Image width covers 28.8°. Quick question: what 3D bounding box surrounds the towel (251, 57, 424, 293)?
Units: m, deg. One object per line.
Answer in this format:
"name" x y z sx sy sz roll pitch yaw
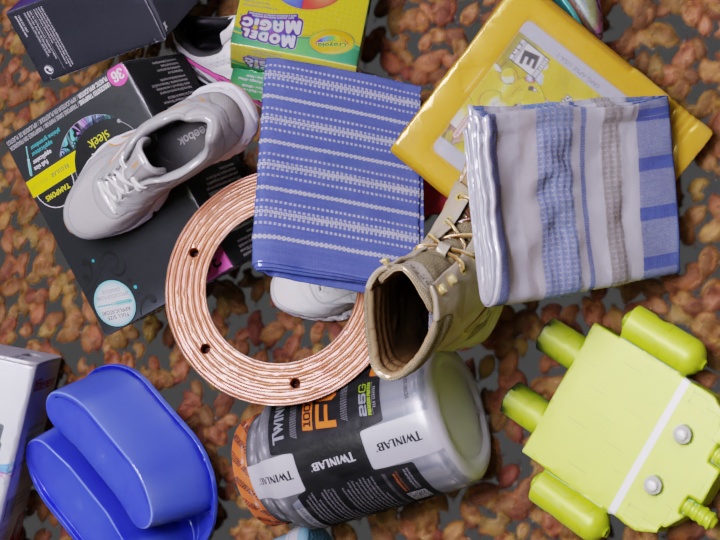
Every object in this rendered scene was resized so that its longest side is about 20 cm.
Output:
"towel" -0.016 -0.077 1.154 0.024 0.143 0.202 125 150 -59

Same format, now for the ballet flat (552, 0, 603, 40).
"ballet flat" 0.154 -0.278 1.194 0.071 0.069 0.200 -40 65 -4

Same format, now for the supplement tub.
"supplement tub" -0.001 0.144 1.176 0.198 0.122 0.124 -21 73 24

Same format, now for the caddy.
"caddy" -0.215 0.181 1.298 0.200 0.105 0.142 45 124 22

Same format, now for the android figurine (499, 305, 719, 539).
"android figurine" 0.210 0.126 1.113 0.199 0.041 0.183 35 99 29

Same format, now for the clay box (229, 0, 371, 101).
"clay box" -0.047 -0.241 1.243 0.113 0.048 0.202 10 66 0

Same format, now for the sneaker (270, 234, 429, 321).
"sneaker" 0.000 0.000 1.222 0.198 0.081 0.076 -10 80 28

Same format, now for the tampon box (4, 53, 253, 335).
"tampon box" -0.195 -0.071 1.276 0.149 0.126 0.201 -28 92 23

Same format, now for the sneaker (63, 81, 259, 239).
"sneaker" -0.180 -0.087 1.150 0.199 0.092 0.076 -34 92 23

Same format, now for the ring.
"ring" -0.065 0.014 1.167 0.198 0.019 0.203 -2 76 7

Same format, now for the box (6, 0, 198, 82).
"box" -0.218 -0.269 1.313 0.140 0.201 0.079 -12 119 24

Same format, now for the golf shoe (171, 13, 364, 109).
"golf shoe" -0.090 -0.189 1.285 0.198 0.092 0.073 13 65 27

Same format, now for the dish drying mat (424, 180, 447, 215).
"dish drying mat" 0.126 -0.093 1.201 0.198 0.018 0.078 -5 84 27

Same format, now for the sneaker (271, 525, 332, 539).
"sneaker" -0.072 0.331 1.213 0.129 0.079 0.202 -19 65 23

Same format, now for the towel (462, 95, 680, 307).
"towel" 0.164 -0.056 1.057 0.024 0.198 0.149 2 99 58

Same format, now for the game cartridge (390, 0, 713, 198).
"game cartridge" 0.153 -0.105 1.135 0.199 0.032 0.177 39 98 4

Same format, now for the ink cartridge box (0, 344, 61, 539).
"ink cartridge box" -0.357 0.174 1.341 0.082 0.146 0.202 13 88 -2

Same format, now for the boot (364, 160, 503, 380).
"boot" 0.071 -0.021 1.061 0.072 0.155 0.202 26 111 23
